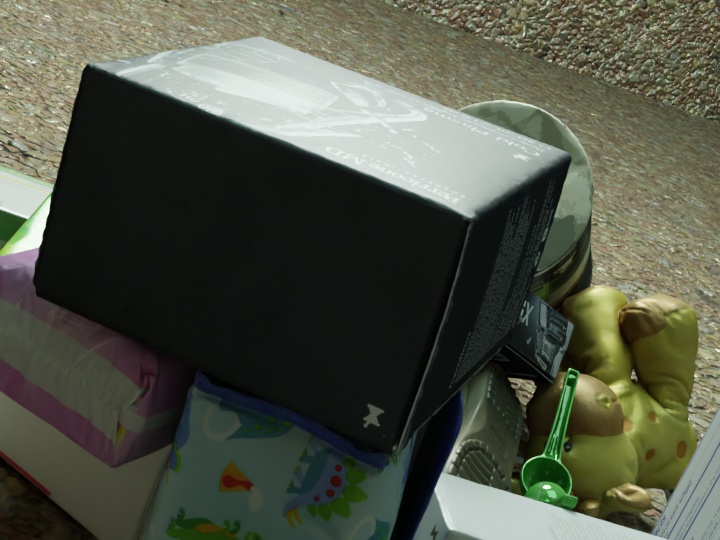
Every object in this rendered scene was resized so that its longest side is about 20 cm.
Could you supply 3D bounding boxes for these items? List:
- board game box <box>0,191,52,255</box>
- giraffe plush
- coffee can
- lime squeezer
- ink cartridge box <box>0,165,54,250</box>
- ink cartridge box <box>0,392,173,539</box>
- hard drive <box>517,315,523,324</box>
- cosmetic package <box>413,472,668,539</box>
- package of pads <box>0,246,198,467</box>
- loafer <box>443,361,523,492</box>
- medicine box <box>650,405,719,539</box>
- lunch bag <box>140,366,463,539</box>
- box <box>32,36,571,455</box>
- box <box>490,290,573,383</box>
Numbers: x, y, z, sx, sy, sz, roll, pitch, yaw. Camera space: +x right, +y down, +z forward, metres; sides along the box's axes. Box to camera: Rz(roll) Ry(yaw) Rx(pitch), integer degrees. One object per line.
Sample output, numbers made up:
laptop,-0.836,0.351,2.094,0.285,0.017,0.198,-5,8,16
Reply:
board game box,-0.202,-0.003,1.068,0.095,0.030,0.200,28,37,-2
giraffe plush,0.174,0.123,1.131,0.162,0.172,0.201,-19,79,-51
coffee can,0.116,-0.032,1.219,0.146,0.147,0.200,29,-11,16
lime squeezer,0.131,0.136,0.988,0.038,0.071,0.200,35,20,-3
ink cartridge box,-0.224,-0.009,1.122,0.145,0.048,0.200,20,16,-15
ink cartridge box,-0.114,0.087,0.923,0.146,0.083,0.199,32,20,26
hard drive,0.000,0.000,0.976,0.200,0.134,0.042,47,-14,44
cosmetic package,0.114,0.197,0.873,0.199,0.102,0.074,20,18,-16
package of pads,-0.111,0.033,0.823,0.120,0.076,0.200,33,21,19
loafer,0.064,0.139,1.029,0.076,0.068,0.200,58,28,-15
medicine box,0.275,0.188,0.966,0.102,0.183,0.200,21,18,-10
lunch bag,-0.029,0.117,0.799,0.127,0.171,0.200,23,18,7
box,-0.022,-0.025,0.755,0.199,0.125,0.196,22,20,15
box,0.036,0.021,1.123,0.157,0.050,0.199,36,-21,-34
